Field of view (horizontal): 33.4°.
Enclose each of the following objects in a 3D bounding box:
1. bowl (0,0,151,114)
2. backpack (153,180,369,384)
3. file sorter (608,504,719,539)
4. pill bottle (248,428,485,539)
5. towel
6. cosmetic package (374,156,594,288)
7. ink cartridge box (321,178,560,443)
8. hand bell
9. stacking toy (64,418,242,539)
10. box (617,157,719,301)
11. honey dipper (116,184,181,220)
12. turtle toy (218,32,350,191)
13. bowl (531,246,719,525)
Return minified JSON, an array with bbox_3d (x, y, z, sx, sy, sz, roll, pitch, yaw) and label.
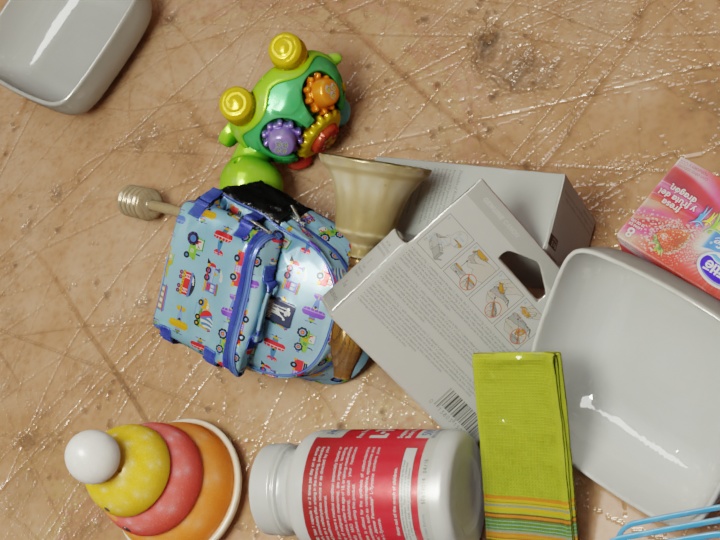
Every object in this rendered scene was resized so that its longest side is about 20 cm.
[{"bbox_3d":[-0.357,-0.292,1.492,0.199,0.075,0.201,28,84,32],"label":"bowl"},{"bbox_3d":[-0.082,0.025,1.179,0.199,0.134,0.184,28,109,24],"label":"backpack"},{"bbox_3d":[0.232,0.257,0.874,0.138,0.200,0.123,-18,86,27],"label":"file sorter"},{"bbox_3d":[0.005,0.201,1.089,0.199,0.112,0.113,-3,67,24],"label":"pill bottle"},{"bbox_3d":[0.141,0.171,1.039,0.086,0.018,0.201,-4,93,30],"label":"towel"},{"bbox_3d":[0.110,-0.044,1.144,0.199,0.113,0.082,7,73,27],"label":"cosmetic package"},{"bbox_3d":[0.095,0.037,1.070,0.176,0.200,0.045,-42,24,5],"label":"ink cartridge box"},{"bbox_3d":[0.000,0.000,1.091,0.104,0.104,0.201,11,97,29],"label":"hand bell"},{"bbox_3d":[-0.218,0.192,1.150,0.145,0.200,0.147,-10,64,22],"label":"stacking toy"},{"bbox_3d":[0.329,0.006,1.017,0.200,0.103,0.095,37,81,32],"label":"box"},{"bbox_3d":[-0.202,-0.067,1.316,0.199,0.038,0.038,12,74,48],"label":"honey dipper"},{"bbox_3d":[-0.084,-0.152,1.281,0.101,0.146,0.200,43,92,12],"label":"turtle toy"},{"bbox_3d":[0.245,0.091,1.004,0.199,0.074,0.201,34,125,35],"label":"bowl"}]
